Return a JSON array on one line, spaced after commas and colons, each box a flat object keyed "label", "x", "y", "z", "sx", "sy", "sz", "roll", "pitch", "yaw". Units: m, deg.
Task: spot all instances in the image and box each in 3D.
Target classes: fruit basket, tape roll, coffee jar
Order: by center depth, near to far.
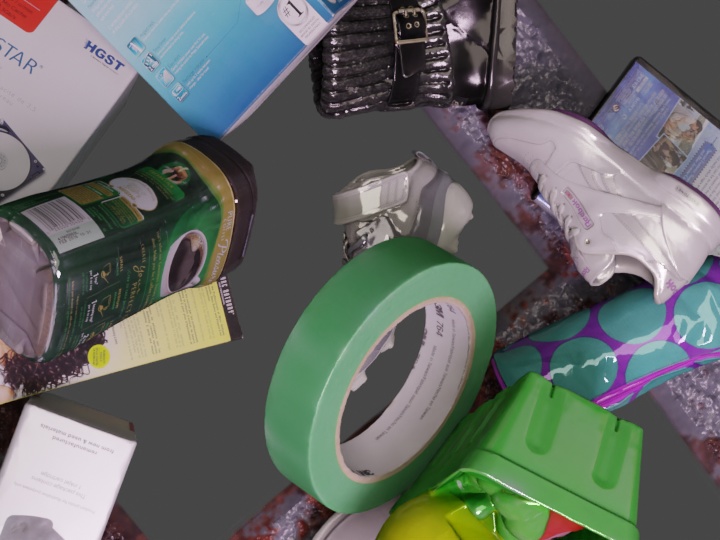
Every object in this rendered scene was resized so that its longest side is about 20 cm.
[{"label": "coffee jar", "x": -0.159, "y": -0.021, "z": 1.114, "sx": 0.085, "sy": 0.105, "sz": 0.199, "roll": 37, "pitch": 40, "yaw": 25}, {"label": "fruit basket", "x": 0.088, "y": 0.189, "z": 1.137, "sx": 0.154, "sy": 0.216, "sz": 0.217, "roll": 27, "pitch": 86, "yaw": -6}, {"label": "tape roll", "x": 0.018, "y": 0.076, "z": 1.179, "sx": 0.048, "sy": 0.200, "sz": 0.201, "roll": 30, "pitch": 84, "yaw": 34}]

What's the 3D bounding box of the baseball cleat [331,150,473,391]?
[{"label": "baseball cleat", "x": 0.000, "y": 0.000, "z": 1.235, "sx": 0.106, "sy": 0.070, "sz": 0.201, "roll": 40, "pitch": 74, "yaw": -18}]

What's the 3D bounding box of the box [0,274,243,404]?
[{"label": "box", "x": -0.188, "y": 0.039, "z": 1.187, "sx": 0.199, "sy": 0.050, "sz": 0.076, "roll": -16, "pitch": 92, "yaw": -31}]

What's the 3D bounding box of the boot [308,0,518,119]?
[{"label": "boot", "x": 0.038, "y": -0.220, "z": 1.240, "sx": 0.156, "sy": 0.079, "sz": 0.214, "roll": 1, "pitch": 89, "yaw": -7}]

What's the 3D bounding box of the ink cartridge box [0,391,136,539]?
[{"label": "ink cartridge box", "x": -0.232, "y": 0.196, "z": 1.166, "sx": 0.082, "sy": 0.146, "sz": 0.202, "roll": 20, "pitch": 87, "yaw": -8}]

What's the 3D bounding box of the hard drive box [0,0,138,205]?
[{"label": "hard drive box", "x": -0.273, "y": -0.108, "z": 1.164, "sx": 0.155, "sy": 0.077, "sz": 0.201, "roll": 33, "pitch": 59, "yaw": -6}]

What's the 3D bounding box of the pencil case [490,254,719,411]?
[{"label": "pencil case", "x": 0.203, "y": 0.063, "z": 1.241, "sx": 0.199, "sy": 0.085, "sz": 0.093, "roll": -26, "pitch": 50, "yaw": 1}]

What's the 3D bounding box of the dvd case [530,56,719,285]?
[{"label": "dvd case", "x": 0.253, "y": -0.052, "z": 1.295, "sx": 0.199, "sy": 0.018, "sz": 0.143, "roll": 38, "pitch": 84, "yaw": -4}]

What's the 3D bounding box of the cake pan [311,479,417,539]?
[{"label": "cake pan", "x": 0.043, "y": 0.260, "z": 1.253, "sx": 0.198, "sy": 0.037, "sz": 0.203, "roll": 0, "pitch": 89, "yaw": -7}]

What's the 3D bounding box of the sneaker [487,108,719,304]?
[{"label": "sneaker", "x": 0.169, "y": -0.052, "z": 1.223, "sx": 0.199, "sy": 0.075, "sz": 0.100, "roll": 33, "pitch": 83, "yaw": 20}]

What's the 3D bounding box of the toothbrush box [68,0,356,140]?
[{"label": "toothbrush box", "x": -0.118, "y": -0.215, "z": 1.164, "sx": 0.200, "sy": 0.085, "sz": 0.146, "roll": 44, "pitch": 120, "yaw": -4}]
